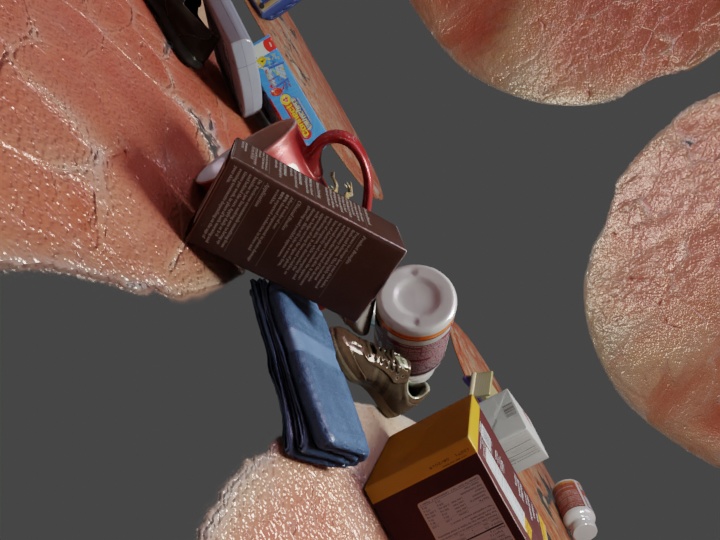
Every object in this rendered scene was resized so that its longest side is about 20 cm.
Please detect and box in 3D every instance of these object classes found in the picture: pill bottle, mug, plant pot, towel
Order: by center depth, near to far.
[{"bbox_3d":[-0.056,0.103,0.632,0.112,0.048,0.201,42,20,-53],"label":"towel"},{"bbox_3d":[-0.068,-0.060,0.714,0.134,0.177,0.200,-51,122,-38],"label":"mug"},{"bbox_3d":[0.077,0.091,0.922,0.200,0.114,0.115,91,-20,-56],"label":"pill bottle"},{"bbox_3d":[-0.256,-0.863,1.792,0.200,0.199,0.180,55,19,-22],"label":"plant pot"},{"bbox_3d":[0.762,0.851,2.177,0.112,0.112,0.200,55,13,-22],"label":"pill bottle"}]

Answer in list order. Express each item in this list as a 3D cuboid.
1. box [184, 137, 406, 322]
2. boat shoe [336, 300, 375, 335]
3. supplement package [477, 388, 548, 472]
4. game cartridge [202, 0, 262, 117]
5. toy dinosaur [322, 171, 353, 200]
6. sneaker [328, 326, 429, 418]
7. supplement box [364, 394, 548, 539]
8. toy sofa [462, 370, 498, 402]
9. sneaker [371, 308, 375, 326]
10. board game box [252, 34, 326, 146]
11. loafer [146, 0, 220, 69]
[{"bbox_3d":[-0.063,-0.039,0.629,0.199,0.100,0.075,29,21,-18],"label":"box"},{"bbox_3d":[-0.015,0.047,0.906,0.200,0.071,0.076,-50,152,-85],"label":"boat shoe"},{"bbox_3d":[0.372,0.411,1.544,0.200,0.119,0.122,50,14,-43],"label":"supplement package"},{"bbox_3d":[-0.194,-0.329,0.945,0.200,0.041,0.134,109,-41,-74],"label":"game cartridge"},{"bbox_3d":[-0.044,-0.144,1.322,0.200,0.058,0.102,37,40,-45],"label":"toy dinosaur"},{"bbox_3d":[0.027,0.130,0.854,0.200,0.075,0.071,51,14,-40],"label":"sneaker"},{"bbox_3d":[0.126,0.289,0.745,0.201,0.132,0.197,61,11,4],"label":"supplement box"},{"bbox_3d":[0.363,0.377,1.734,0.200,0.097,0.083,53,38,-32],"label":"toy sofa"},{"bbox_3d":[0.000,0.000,1.047,0.201,0.081,0.076,65,11,16],"label":"sneaker"},{"bbox_3d":[-0.136,-0.290,1.091,0.196,0.056,0.200,59,-6,-8],"label":"board game box"},{"bbox_3d":[-0.265,-0.394,0.887,0.201,0.071,0.073,59,11,-5],"label":"loafer"}]
